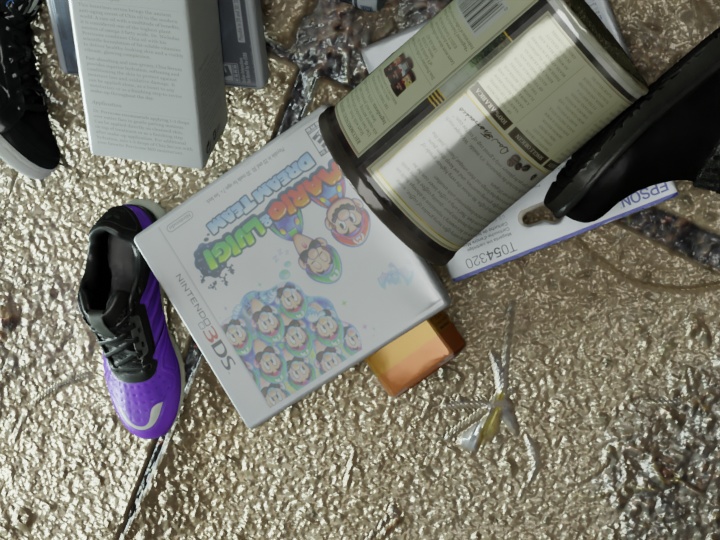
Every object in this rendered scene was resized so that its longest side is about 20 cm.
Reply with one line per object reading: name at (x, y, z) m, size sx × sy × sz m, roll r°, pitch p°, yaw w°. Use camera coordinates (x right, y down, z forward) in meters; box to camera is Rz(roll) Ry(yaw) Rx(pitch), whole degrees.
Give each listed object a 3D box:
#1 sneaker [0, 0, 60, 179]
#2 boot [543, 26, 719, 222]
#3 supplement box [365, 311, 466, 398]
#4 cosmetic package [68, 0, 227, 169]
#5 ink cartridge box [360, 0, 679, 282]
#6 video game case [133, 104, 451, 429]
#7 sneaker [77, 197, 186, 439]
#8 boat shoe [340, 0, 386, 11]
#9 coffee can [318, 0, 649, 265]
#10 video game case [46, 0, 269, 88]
sneaker at (-0.287, -0.184, 1.502) m, size 0.112 × 0.073 × 0.201 m, roll -35°, pitch 86°, yaw 20°
boot at (0.256, -0.068, 1.343) m, size 0.211 × 0.079 × 0.158 m, roll -40°, pitch 93°, yaw -3°
supplement box at (0.000, 0.000, 1.458) m, size 0.066 × 0.069 × 0.201 m, roll -35°, pitch 89°, yaw 16°
cosmetic package at (-0.167, -0.185, 1.423) m, size 0.101 × 0.071 × 0.201 m, roll 9°, pitch 131°, yaw 12°
ink cartridge box at (0.125, -0.118, 1.421) m, size 0.195 × 0.043 × 0.201 m, roll -21°, pitch 94°, yaw 15°
video game case at (-0.056, -0.001, 1.428) m, size 0.199 × 0.024 × 0.183 m, roll -33°, pitch 88°, yaw 19°
sneaker at (-0.197, 0.045, 1.496) m, size 0.069 × 0.099 × 0.202 m, roll -3°, pitch 96°, yaw 17°
boat shoe at (-0.002, -0.309, 1.413) m, size 0.090 × 0.071 × 0.202 m, roll 18°, pitch 103°, yaw 8°
coffee can at (0.090, -0.122, 1.333) m, size 0.200 × 0.146 × 0.147 m, roll -40°, pitch 86°, yaw 15°
video game case at (-0.170, -0.238, 1.443) m, size 0.180 × 0.023 × 0.201 m, roll 6°, pitch 130°, yaw 14°
